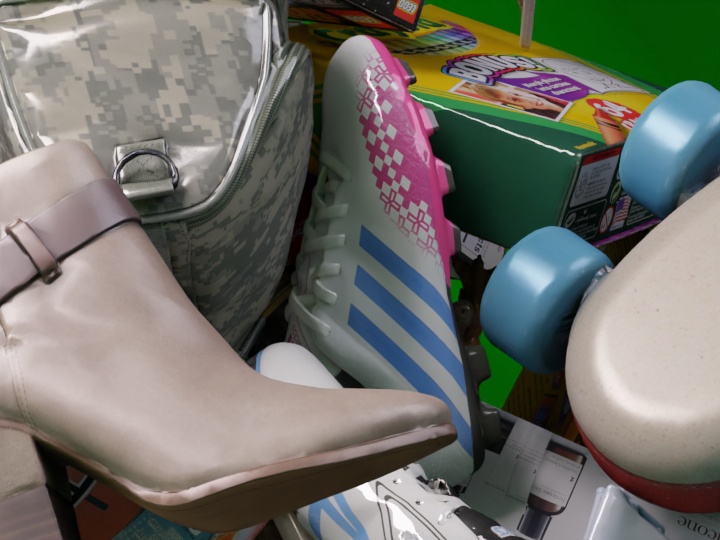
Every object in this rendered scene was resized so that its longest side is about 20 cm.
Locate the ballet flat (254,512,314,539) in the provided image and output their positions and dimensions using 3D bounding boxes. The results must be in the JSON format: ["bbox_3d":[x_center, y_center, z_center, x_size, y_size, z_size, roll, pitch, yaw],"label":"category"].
[{"bbox_3d":[-0.014,0.141,1.088,0.062,0.068,0.201,-6,48,-27],"label":"ballet flat"}]

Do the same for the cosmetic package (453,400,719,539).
[{"bbox_3d":[0.087,0.122,1.209,0.199,0.051,0.083,23,55,6],"label":"cosmetic package"}]

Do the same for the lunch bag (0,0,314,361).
[{"bbox_3d":[-0.088,-0.057,1.121,0.200,0.138,0.169,93,-7,-68],"label":"lunch bag"}]

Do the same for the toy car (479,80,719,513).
[{"bbox_3d":[0.181,0.055,1.194,0.184,0.177,0.200,36,-15,32],"label":"toy car"}]

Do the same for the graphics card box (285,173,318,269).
[{"bbox_3d":[-0.103,-0.074,1.297,0.200,0.051,0.125,36,24,16],"label":"graphics card box"}]

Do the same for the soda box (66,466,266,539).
[{"bbox_3d":[-0.124,0.039,1.021,0.200,0.064,0.068,49,14,12],"label":"soda box"}]

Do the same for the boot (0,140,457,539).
[{"bbox_3d":[-0.081,0.024,0.948,0.070,0.199,0.147,94,-22,-70],"label":"boot"}]

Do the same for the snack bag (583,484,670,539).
[{"bbox_3d":[0.134,0.217,1.110,0.188,0.021,0.201,38,60,-27],"label":"snack bag"}]

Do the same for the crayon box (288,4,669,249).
[{"bbox_3d":[0.060,-0.071,1.299,0.172,0.059,0.200,23,18,22],"label":"crayon box"}]

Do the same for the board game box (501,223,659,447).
[{"bbox_3d":[0.189,0.092,1.396,0.199,0.201,0.200,25,16,-6],"label":"board game box"}]

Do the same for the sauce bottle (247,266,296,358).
[{"bbox_3d":[-0.032,0.018,1.338,0.066,0.066,0.200,32,19,-45],"label":"sauce bottle"}]

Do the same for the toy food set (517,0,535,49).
[{"bbox_3d":[-0.006,-0.172,1.301,0.199,0.061,0.144,21,-18,9],"label":"toy food set"}]

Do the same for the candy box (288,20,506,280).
[{"bbox_3d":[-0.022,-0.066,1.477,0.136,0.061,0.200,8,-20,46],"label":"candy box"}]

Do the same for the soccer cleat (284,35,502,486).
[{"bbox_3d":[0.000,0.000,1.166,0.070,0.086,0.201,151,-74,-75],"label":"soccer cleat"}]

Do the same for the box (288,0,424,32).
[{"bbox_3d":[-0.079,-0.156,1.259,0.136,0.040,0.199,21,-5,-39],"label":"box"}]

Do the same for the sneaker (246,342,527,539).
[{"bbox_3d":[0.022,0.102,1.029,0.200,0.072,0.072,56,9,26],"label":"sneaker"}]

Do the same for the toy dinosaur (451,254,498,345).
[{"bbox_3d":[0.033,0.052,1.304,0.200,0.060,0.107,81,19,-61],"label":"toy dinosaur"}]
